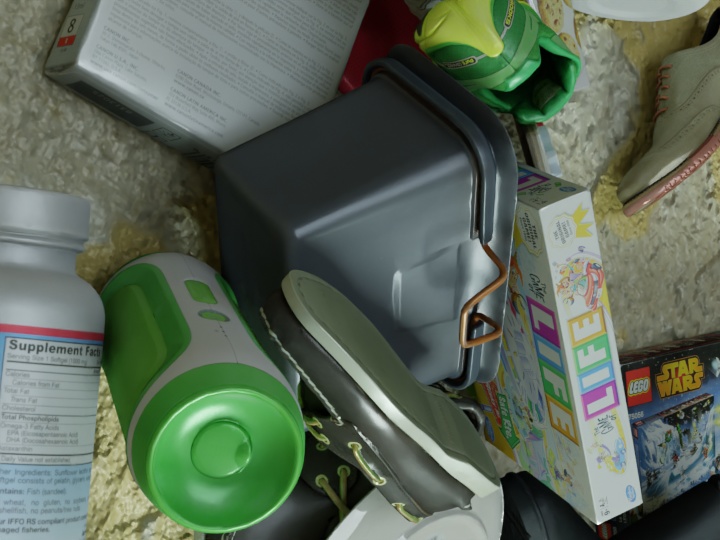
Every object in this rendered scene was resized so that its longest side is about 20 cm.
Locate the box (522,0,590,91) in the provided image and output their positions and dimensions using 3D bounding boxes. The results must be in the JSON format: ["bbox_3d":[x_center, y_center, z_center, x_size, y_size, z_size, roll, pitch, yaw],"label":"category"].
[{"bbox_3d":[0.112,-0.217,0.976,0.041,0.039,0.201,-21,103,-30],"label":"box"}]

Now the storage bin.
[{"bbox_3d":[0.000,0.000,0.801,0.134,0.146,0.201,-24,138,-25],"label":"storage bin"}]

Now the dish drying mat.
[{"bbox_3d":[0.004,-0.147,0.907,0.200,0.018,0.077,47,67,-30],"label":"dish drying mat"}]

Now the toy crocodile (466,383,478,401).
[{"bbox_3d":[0.081,0.025,0.942,0.067,0.062,0.201,-32,116,-14],"label":"toy crocodile"}]

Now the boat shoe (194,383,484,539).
[{"bbox_3d":[-0.009,0.124,0.859,0.201,0.060,0.072,-30,108,-34],"label":"boat shoe"}]

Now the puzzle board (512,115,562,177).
[{"bbox_3d":[0.126,-0.035,0.915,0.017,0.200,0.151,-16,103,7],"label":"puzzle board"}]

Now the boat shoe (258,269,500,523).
[{"bbox_3d":[0.003,0.075,0.743,0.060,0.072,0.201,-32,131,13],"label":"boat shoe"}]

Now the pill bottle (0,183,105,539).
[{"bbox_3d":[-0.185,0.061,0.702,0.108,0.109,0.201,7,85,-38],"label":"pill bottle"}]

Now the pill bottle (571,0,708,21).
[{"bbox_3d":[0.200,-0.286,1.001,0.112,0.112,0.201,9,84,-38],"label":"pill bottle"}]

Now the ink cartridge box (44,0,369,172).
[{"bbox_3d":[-0.076,-0.166,0.827,0.162,0.050,0.201,29,70,-33],"label":"ink cartridge box"}]

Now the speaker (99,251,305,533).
[{"bbox_3d":[-0.087,0.054,0.714,0.088,0.200,0.089,-5,109,-15],"label":"speaker"}]

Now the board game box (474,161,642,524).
[{"bbox_3d":[0.103,0.034,0.842,0.034,0.134,0.201,-21,113,-18],"label":"board game box"}]

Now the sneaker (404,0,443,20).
[{"bbox_3d":[0.035,-0.189,0.846,0.200,0.072,0.072,53,30,-74],"label":"sneaker"}]

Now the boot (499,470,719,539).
[{"bbox_3d":[0.188,0.191,0.977,0.162,0.073,0.199,-25,117,-8],"label":"boot"}]

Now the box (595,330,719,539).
[{"bbox_3d":[0.257,0.123,1.090,0.199,0.040,0.138,-8,96,-38],"label":"box"}]

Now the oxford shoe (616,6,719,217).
[{"bbox_3d":[0.244,-0.121,1.077,0.074,0.071,0.200,43,63,-2],"label":"oxford shoe"}]

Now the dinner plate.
[{"bbox_3d":[0.028,0.203,0.870,0.200,0.024,0.201,-27,131,-37],"label":"dinner plate"}]

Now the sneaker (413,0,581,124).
[{"bbox_3d":[0.086,-0.118,0.836,0.084,0.074,0.200,49,14,10],"label":"sneaker"}]
